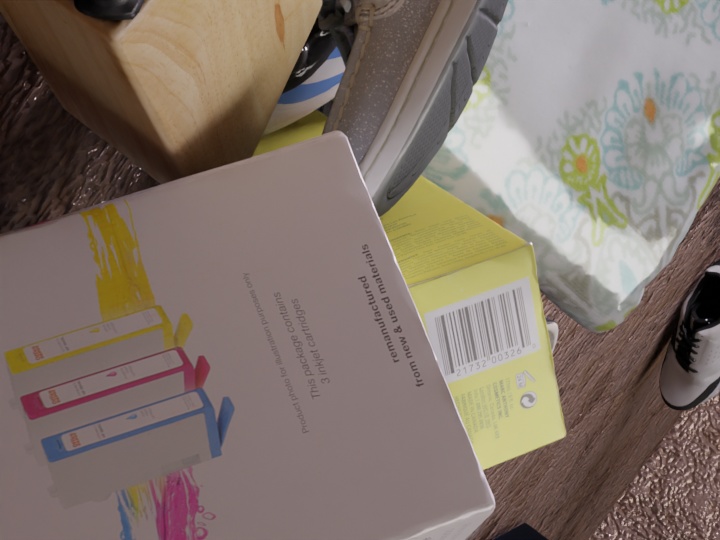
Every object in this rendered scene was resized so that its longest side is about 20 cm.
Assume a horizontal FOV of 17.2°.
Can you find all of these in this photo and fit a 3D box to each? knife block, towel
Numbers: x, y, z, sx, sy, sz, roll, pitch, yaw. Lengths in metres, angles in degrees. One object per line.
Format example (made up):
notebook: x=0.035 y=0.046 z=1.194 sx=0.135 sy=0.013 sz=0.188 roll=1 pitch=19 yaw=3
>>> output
knife block: x=-0.071 y=-0.085 z=0.650 sx=0.175 sy=0.064 sz=0.200 roll=-33 pitch=156 yaw=-52
towel: x=0.095 y=-0.101 z=0.936 sx=0.200 sy=0.171 sz=0.048 roll=-57 pitch=-149 yaw=-10

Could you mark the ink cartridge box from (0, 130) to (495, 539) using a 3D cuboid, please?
ink cartridge box: x=-0.084 y=0.062 z=0.717 sx=0.199 sy=0.126 sz=0.129 roll=-18 pitch=165 yaw=-17

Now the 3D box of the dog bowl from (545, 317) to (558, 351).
dog bowl: x=0.027 y=0.090 z=1.381 sx=0.200 sy=0.074 sz=0.200 roll=-49 pitch=165 yaw=-18

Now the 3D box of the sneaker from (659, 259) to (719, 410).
sneaker: x=0.327 y=0.057 z=2.284 sx=0.080 sy=0.074 sz=0.200 roll=-18 pitch=141 yaw=-41

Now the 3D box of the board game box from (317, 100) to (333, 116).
board game box: x=0.049 y=-0.067 z=1.005 sx=0.200 sy=0.035 sz=0.136 roll=-22 pitch=144 yaw=-28

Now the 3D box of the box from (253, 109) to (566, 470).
box: x=0.000 y=0.000 z=0.821 sx=0.050 sy=0.200 sz=0.076 roll=-19 pitch=113 yaw=-16

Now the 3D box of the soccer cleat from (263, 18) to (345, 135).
soccer cleat: x=0.005 y=-0.121 z=0.849 sx=0.200 sy=0.070 sz=0.086 roll=-43 pitch=173 yaw=-19

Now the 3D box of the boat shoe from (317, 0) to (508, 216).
boat shoe: x=0.021 y=-0.116 z=0.767 sx=0.074 sy=0.065 sz=0.203 roll=58 pitch=50 yaw=-80

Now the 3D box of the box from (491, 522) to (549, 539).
box: x=0.120 y=0.356 z=2.196 sx=0.197 sy=0.124 sz=0.200 roll=-57 pitch=166 yaw=11
